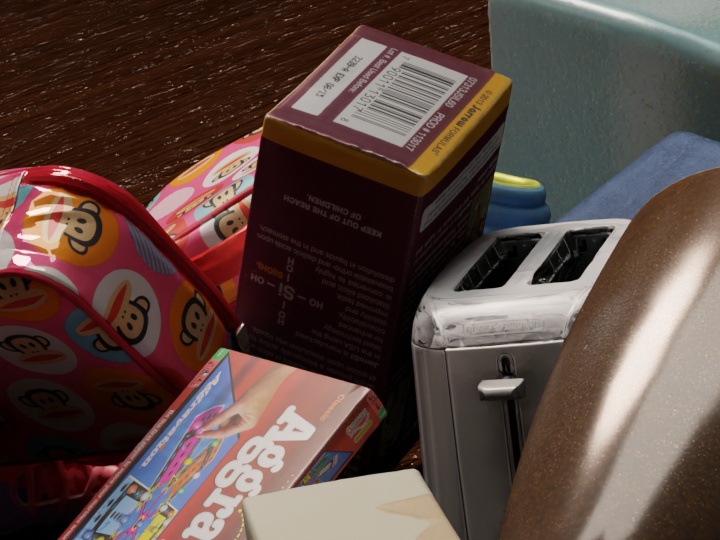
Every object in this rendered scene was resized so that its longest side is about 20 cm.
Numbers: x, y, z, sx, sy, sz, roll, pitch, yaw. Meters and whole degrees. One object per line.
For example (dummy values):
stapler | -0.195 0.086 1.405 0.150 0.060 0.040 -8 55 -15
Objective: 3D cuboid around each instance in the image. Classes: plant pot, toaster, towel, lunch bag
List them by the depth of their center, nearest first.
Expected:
plant pot | 0.137 0.088 1.179 0.187 0.187 0.200 1 32 37
toaster | 0.092 0.055 1.387 0.113 0.129 0.200 -4 15 18
lunch bag | -0.159 0.034 1.401 0.200 0.176 0.082 -8 50 35
towel | 0.126 0.005 1.599 0.200 0.049 0.112 -38 23 -7
plant pot | 0.217 -0.090 1.782 0.196 0.196 0.200 -21 26 -40
lunch bag | -0.061 -0.030 1.783 0.200 0.082 0.176 -32 10 9

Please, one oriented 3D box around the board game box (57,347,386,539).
board game box | -0.084 0.118 1.262 0.103 0.019 0.200 14 56 45

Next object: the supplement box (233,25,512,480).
supplement box | 0.000 0.000 1.429 0.086 0.200 0.110 22 35 16

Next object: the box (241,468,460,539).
box | 0.008 0.150 1.135 0.078 0.095 0.200 -10 15 -6

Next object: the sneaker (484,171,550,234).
sneaker | 0.020 -0.003 1.665 0.200 0.131 0.080 -13 16 -15

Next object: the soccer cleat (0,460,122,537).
soccer cleat | -0.119 0.099 1.494 0.200 0.067 0.076 -9 18 -11
